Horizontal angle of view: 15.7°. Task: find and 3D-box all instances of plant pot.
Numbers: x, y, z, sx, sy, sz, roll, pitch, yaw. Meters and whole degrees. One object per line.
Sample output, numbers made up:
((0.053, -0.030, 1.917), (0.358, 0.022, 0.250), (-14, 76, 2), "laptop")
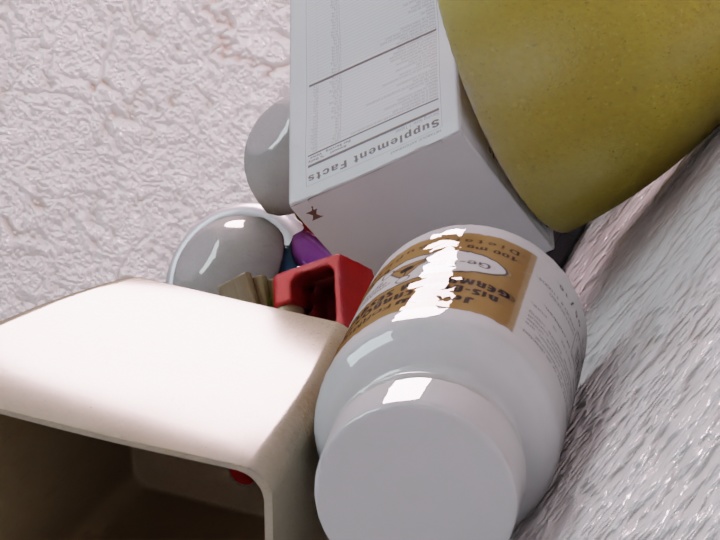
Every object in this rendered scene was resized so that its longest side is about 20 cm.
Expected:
((0.144, -0.137, 1.432), (0.142, 0.200, 0.200), (-19, 17, 19), "plant pot")
((-0.095, 0.113, 1.289), (0.177, 0.199, 0.200), (-50, -34, -51), "plant pot")

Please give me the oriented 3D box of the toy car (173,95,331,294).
((0.000, 0.000, 1.597), (0.200, 0.175, 0.150), (-60, 31, -6), "toy car")

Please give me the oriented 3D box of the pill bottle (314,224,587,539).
((0.040, 0.063, 1.202), (0.114, 0.114, 0.200), (-50, 5, 22), "pill bottle")

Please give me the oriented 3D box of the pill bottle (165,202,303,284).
((-0.050, 0.036, 1.868), (0.116, 0.116, 0.200), (-52, -28, -1), "pill bottle")

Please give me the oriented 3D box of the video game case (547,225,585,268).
((0.105, -0.013, 1.708), (0.181, 0.025, 0.200), (-48, 7, 43), "video game case")

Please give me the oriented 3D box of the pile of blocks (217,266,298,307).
((-0.064, 0.054, 1.529), (0.200, 0.082, 0.062), (-24, -23, 24), "pile of blocks")

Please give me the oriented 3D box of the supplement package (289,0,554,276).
((0.032, -0.094, 1.480), (0.114, 0.110, 0.200), (-22, 43, 22), "supplement package")

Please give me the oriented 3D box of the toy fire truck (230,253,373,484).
((-0.041, 0.070, 1.424), (0.200, 0.141, 0.049), (-28, 52, 33), "toy fire truck")

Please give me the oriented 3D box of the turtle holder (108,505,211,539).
((-0.094, 0.203, 1.451), (0.132, 0.141, 0.186), (-53, -32, -18), "turtle holder")
